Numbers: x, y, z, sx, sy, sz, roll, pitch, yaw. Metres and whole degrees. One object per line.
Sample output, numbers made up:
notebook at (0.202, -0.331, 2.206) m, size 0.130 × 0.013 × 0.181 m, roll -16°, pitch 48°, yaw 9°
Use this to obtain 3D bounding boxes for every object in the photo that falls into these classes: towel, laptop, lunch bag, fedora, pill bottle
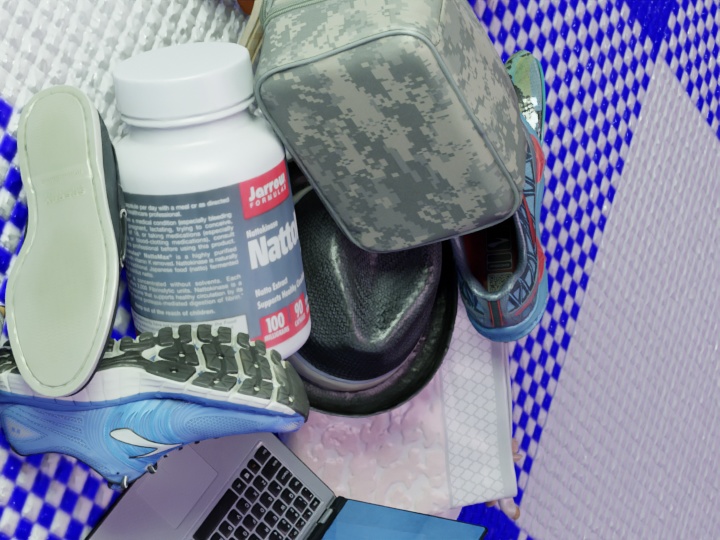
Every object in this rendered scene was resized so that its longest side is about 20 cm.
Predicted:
towel at (0.027, 0.102, 1.527) m, size 0.190 × 0.032 × 0.201 m, roll -10°, pitch 109°, yaw -17°
laptop at (-0.054, 0.187, 1.356) m, size 0.200 × 0.116 × 0.187 m, roll 45°, pitch 51°, yaw -9°
lunch bag at (0.025, -0.134, 1.336) m, size 0.200 × 0.139 × 0.168 m, roll 54°, pitch 31°, yaw -41°
fedora at (0.000, 0.000, 1.427) m, size 0.200 × 0.092 × 0.201 m, roll 6°, pitch 73°, yaw -19°
pill bottle at (-0.103, -0.042, 1.318) m, size 0.119 × 0.119 × 0.201 m, roll -33°, pitch 122°, yaw -49°

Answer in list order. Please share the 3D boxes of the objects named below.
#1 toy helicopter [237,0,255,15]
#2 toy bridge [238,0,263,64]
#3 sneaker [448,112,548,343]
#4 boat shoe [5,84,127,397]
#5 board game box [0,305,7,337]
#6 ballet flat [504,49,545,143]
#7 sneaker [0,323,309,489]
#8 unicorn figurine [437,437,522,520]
toy helicopter at (-0.012, -0.191, 1.474) m, size 0.200 × 0.079 × 0.133 m, roll -45°, pitch 126°, yaw -58°
toy bridge at (-0.087, -0.198, 1.362) m, size 0.027 × 0.067 × 0.201 m, roll -12°, pitch 105°, yaw -55°
sneaker at (0.098, -0.054, 1.469) m, size 0.096 × 0.079 × 0.201 m, roll 52°, pitch 27°, yaw -69°
boat shoe at (-0.177, -0.012, 1.239) m, size 0.066 × 0.074 × 0.200 m, roll 51°, pitch 28°, yaw -65°
board game box at (-0.291, 0.069, 1.132) m, size 0.200 × 0.034 × 0.136 m, roll 18°, pitch 80°, yaw -56°
ballet flat at (0.103, -0.074, 1.561) m, size 0.074 × 0.074 × 0.201 m, roll 2°, pitch 90°, yaw -56°
sneaker at (-0.132, 0.088, 1.266) m, size 0.079 × 0.199 × 0.089 m, roll -89°, pitch -178°, yaw -61°
unicorn figurine at (0.069, 0.205, 1.672) m, size 0.137 × 0.074 × 0.201 m, roll 47°, pitch 42°, yaw -38°
